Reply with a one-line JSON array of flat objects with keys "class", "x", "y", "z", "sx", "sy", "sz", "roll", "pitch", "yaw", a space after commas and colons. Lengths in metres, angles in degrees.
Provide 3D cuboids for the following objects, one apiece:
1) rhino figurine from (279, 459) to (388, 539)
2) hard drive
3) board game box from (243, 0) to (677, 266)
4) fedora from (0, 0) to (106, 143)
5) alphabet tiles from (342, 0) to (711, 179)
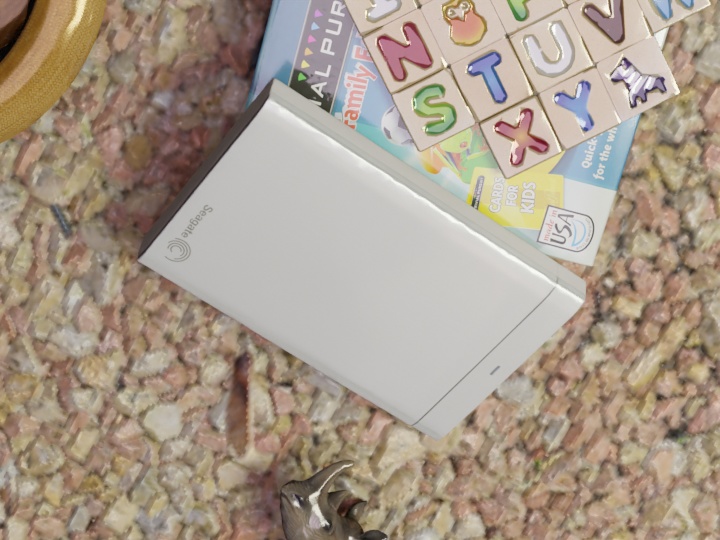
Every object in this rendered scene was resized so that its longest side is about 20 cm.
[{"class": "rhino figurine", "x": -0.041, "y": 0.194, "z": 1.006, "sx": 0.087, "sy": 0.060, "sz": 0.200, "roll": 16, "pitch": 105, "yaw": -19}, {"class": "hard drive", "x": 0.000, "y": 0.000, "z": 0.932, "sx": 0.200, "sy": 0.027, "sz": 0.132, "roll": 32, "pitch": 125, "yaw": -16}, {"class": "board game box", "x": 0.047, "y": -0.101, "z": 0.925, "sx": 0.200, "sy": 0.047, "sz": 0.151, "roll": 14, "pitch": 106, "yaw": -4}, {"class": "fedora", "x": -0.216, "y": -0.157, "z": 0.894, "sx": 0.200, "sy": 0.082, "sz": 0.201, "roll": 0, "pitch": 101, "yaw": -1}, {"class": "alphabet tiles", "x": 0.074, "y": -0.155, "z": 0.882, "sx": 0.166, "sy": 0.006, "sz": 0.200, "roll": -26, "pitch": 102, "yaw": 7}]
